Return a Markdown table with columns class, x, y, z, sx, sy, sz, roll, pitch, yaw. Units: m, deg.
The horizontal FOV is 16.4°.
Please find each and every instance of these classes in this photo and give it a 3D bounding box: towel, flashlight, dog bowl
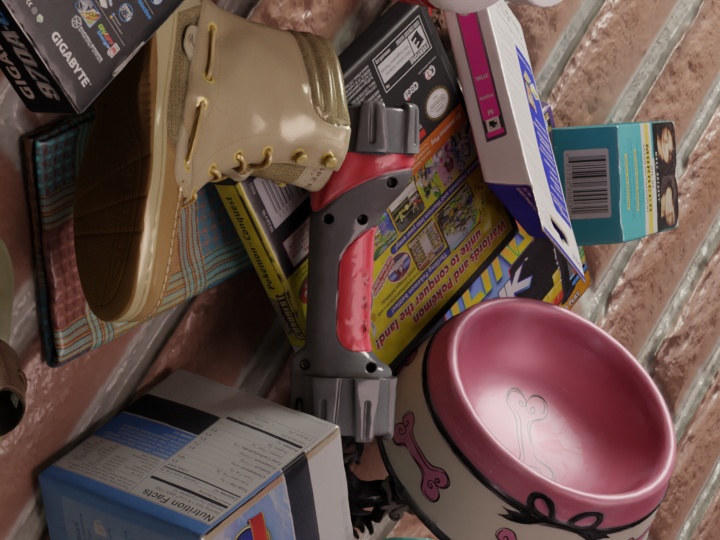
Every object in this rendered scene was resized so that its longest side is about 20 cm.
| class | x | y | z | sx | sy | sz | roll | pitch | yaw |
| --- | --- | --- | --- | --- | --- | --- | --- | --- | --- |
| towel | -0.115 | -0.043 | 1.454 | 0.200 | 0.022 | 0.148 | -31 | 126 | -45 |
| flashlight | 0.000 | 0.000 | 1.481 | 0.068 | 0.067 | 0.201 | -1 | 93 | -42 |
| dog bowl | 0.112 | 0.101 | 1.572 | 0.200 | 0.200 | 0.074 | -26 | 156 | -47 |

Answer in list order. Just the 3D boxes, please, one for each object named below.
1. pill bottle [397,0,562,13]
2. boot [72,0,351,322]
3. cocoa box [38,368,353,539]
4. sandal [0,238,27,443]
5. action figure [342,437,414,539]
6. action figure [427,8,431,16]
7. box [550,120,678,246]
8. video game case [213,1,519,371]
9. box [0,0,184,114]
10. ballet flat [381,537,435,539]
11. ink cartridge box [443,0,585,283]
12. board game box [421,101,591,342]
| class | x | y | z | sx | sy | sz | roll | pitch | yaw |
| --- | --- | --- | --- | --- | --- | --- | --- | --- | --- |
| pill bottle | 0.031 | -0.210 | 1.433 | 0.112 | 0.199 | 0.113 | -26 | 124 | -47 |
| boot | -0.080 | -0.057 | 1.396 | 0.155 | 0.073 | 0.201 | 17 | 68 | -40 |
| cocoa box | -0.090 | 0.187 | 1.481 | 0.131 | 0.133 | 0.201 | -37 | 131 | -42 |
| sandal | -0.206 | 0.072 | 1.340 | 0.080 | 0.057 | 0.202 | -19 | 118 | -50 |
| action figure | 0.001 | 0.126 | 1.618 | 0.199 | 0.102 | 0.119 | 6 | 123 | -21 |
| action figure | 0.054 | -0.251 | 1.588 | 0.065 | 0.051 | 0.201 | 5 | 101 | -59 |
| box | 0.183 | -0.064 | 1.774 | 0.200 | 0.049 | 0.083 | -14 | 101 | -71 |
| video game case | 0.008 | -0.040 | 1.554 | 0.200 | 0.025 | 0.181 | -46 | 124 | -35 |
| box | -0.158 | -0.205 | 1.270 | 0.159 | 0.046 | 0.200 | -52 | 126 | -28 |
| ballet flat | 0.029 | 0.203 | 1.552 | 0.200 | 0.075 | 0.064 | 56 | 33 | -79 |
| ink cartridge box | 0.098 | -0.092 | 1.617 | 0.095 | 0.037 | 0.201 | 44 | 28 | -60 |
| board game box | 0.073 | 0.003 | 1.706 | 0.200 | 0.056 | 0.166 | -48 | 139 | -33 |
